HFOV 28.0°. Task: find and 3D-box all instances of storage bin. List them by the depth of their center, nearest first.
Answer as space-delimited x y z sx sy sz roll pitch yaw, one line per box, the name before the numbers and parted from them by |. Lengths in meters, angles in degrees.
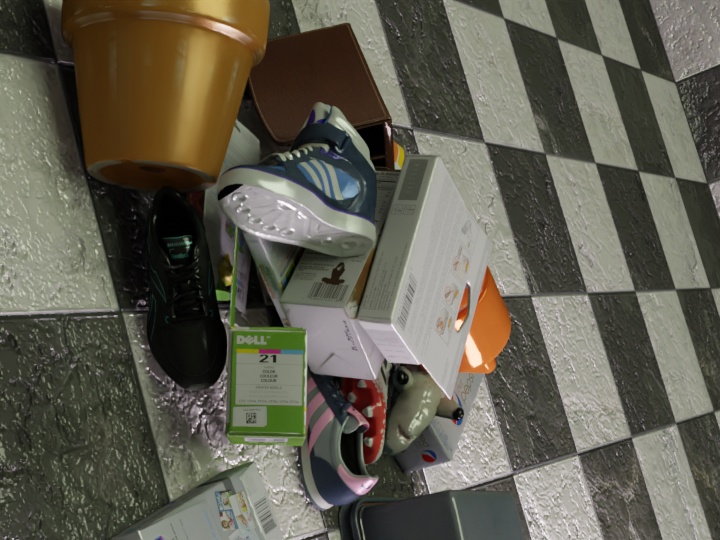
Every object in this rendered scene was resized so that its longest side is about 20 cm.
storage bin | 0.091 0.308 1.601 0.200 0.134 0.147 14 59 -56

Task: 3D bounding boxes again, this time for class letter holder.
letter holder | -0.053 -0.181 1.678 0.201 0.141 0.101 -111 -169 -46

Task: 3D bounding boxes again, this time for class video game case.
video game case | -0.050 -0.043 1.530 0.201 0.023 0.183 -64 146 -39

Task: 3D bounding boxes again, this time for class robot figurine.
robot figurine | 0.105 0.040 1.668 0.117 0.144 0.200 45 -12 46

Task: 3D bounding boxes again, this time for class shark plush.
shark plush | 0.047 0.142 1.688 0.091 0.084 0.200 30 15 -21

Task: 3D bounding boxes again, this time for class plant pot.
plant pot | -0.192 -0.178 1.379 0.200 0.199 0.185 20 71 -55

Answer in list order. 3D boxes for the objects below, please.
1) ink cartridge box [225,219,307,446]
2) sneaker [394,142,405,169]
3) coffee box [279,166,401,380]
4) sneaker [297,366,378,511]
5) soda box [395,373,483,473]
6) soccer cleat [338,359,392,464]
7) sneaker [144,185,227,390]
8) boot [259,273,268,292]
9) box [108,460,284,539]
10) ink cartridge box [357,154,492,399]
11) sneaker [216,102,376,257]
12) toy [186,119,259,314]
ink cartridge box | -0.089 0.064 1.387 0.148 0.075 0.202 112 -21 -80
sneaker | 0.006 -0.118 1.802 0.090 0.070 0.201 48 27 -29
coffee box | 0.000 0.000 1.520 0.115 0.079 0.201 69 35 -42
sneaker | -0.030 0.149 1.544 0.070 0.082 0.201 6 67 -59
soda box | 0.093 0.158 1.771 0.064 0.068 0.200 60 30 -19
soccer cleat | 0.007 0.115 1.626 0.085 0.068 0.202 -3 81 -50
sneaker | -0.173 0.014 1.366 0.079 0.075 0.201 98 -21 -68
boot | -0.061 -0.052 1.594 0.202 0.070 0.145 -67 153 -44
box | -0.132 0.280 1.320 0.200 0.041 0.157 -24 93 -63
ink cartridge box | 0.071 0.009 1.523 0.176 0.044 0.201 54 46 -51
sneaker | -0.063 -0.106 1.419 0.199 0.080 0.147 21 54 -41
toy | -0.150 -0.065 1.503 0.115 0.047 0.201 46 40 -62
